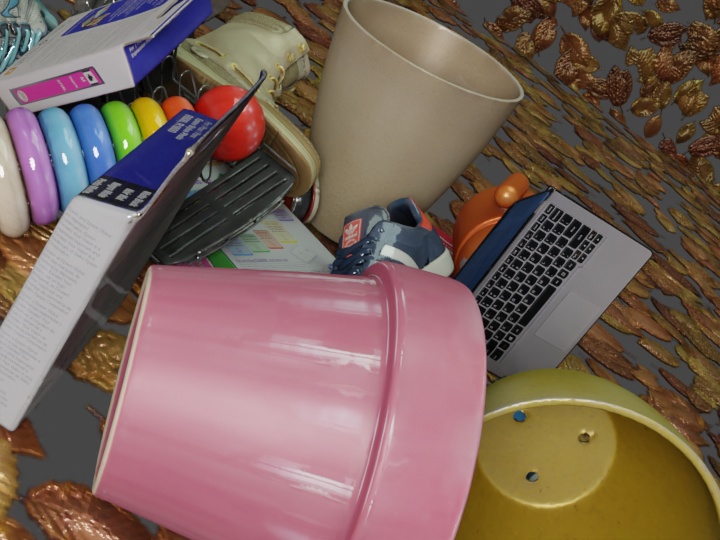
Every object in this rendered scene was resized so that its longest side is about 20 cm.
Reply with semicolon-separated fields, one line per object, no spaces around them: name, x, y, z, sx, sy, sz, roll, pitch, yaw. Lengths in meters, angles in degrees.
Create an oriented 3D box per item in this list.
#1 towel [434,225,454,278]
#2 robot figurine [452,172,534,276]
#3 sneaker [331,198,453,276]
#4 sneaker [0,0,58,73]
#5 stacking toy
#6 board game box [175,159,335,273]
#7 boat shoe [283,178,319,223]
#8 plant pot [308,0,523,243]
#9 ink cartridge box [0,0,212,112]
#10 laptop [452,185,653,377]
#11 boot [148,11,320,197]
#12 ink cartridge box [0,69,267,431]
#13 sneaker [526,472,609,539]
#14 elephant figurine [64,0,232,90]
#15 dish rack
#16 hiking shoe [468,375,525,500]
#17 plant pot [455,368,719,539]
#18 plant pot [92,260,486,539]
towel;0.052;-0.018;1.185;0.144;0.023;0.200;34;23;-15
robot figurine;0.152;-0.017;1.164;0.116;0.144;0.200;34;22;-11
sneaker;0.000;0.000;0.908;0.200;0.075;0.085;-38;106;-54
sneaker;-0.301;-0.203;0.941;0.086;0.078;0.200;34;21;-15
stacking toy;-0.160;-0.087;0.780;0.198;0.086;0.086;-16;45;-18
board game box;-0.119;-0.045;0.949;0.200;0.040;0.153;47;23;23
boat shoe;-0.104;-0.116;1.077;0.062;0.071;0.200;3;39;-41
plant pot;0.027;-0.124;1.066;0.186;0.201;0.188;23;25;-11
ink cartridge box;-0.173;-0.161;0.792;0.037;0.199;0.095;57;50;-26
laptop;0.145;0.033;0.998;0.199;0.188;0.116;29;23;-20
boot;-0.084;-0.160;1.030;0.199;0.073;0.155;37;40;16
ink cartridge box;-0.140;-0.029;0.667;0.040;0.201;0.200;34;21;-6
sneaker;0.169;0.182;0.873;0.075;0.085;0.200;31;22;-14
elephant figurine;-0.193;-0.288;1.108;0.141;0.201;0.156;29;22;-17
dish rack;-0.154;-0.095;0.864;0.153;0.055;0.200;-37;62;-26
hiking shoe;0.097;0.142;0.881;0.199;0.075;0.087;-8;56;-48
plant pot;0.126;0.143;0.730;0.199;0.201;0.142;34;20;-6
plant pot;-0.047;0.080;0.628;0.177;0.201;0.200;15;26;-12
